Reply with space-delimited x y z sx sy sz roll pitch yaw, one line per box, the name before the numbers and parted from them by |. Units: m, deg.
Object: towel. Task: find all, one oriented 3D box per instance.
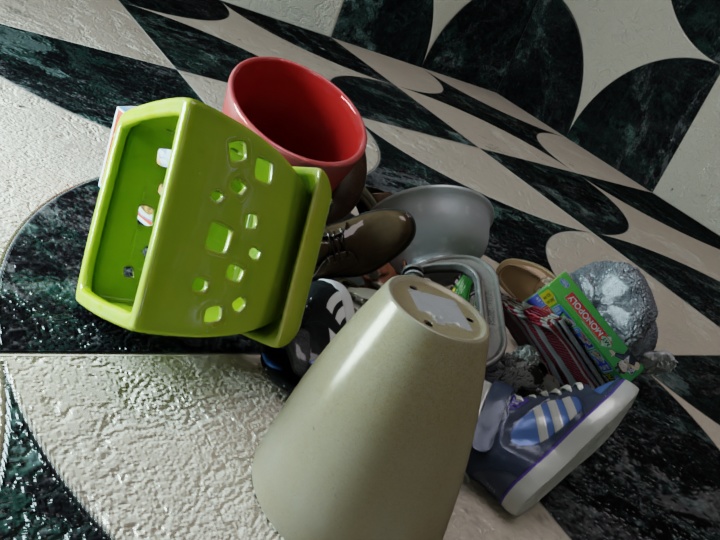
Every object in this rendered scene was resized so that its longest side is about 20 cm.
towel | 0.235 0.100 0.935 0.145 0.023 0.200 53 -6 -12

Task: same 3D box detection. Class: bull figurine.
bull figurine | 0.000 0.000 1.009 0.196 0.066 0.121 24 9 6

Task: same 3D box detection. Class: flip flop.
flip flop | 0.021 -0.113 1.173 0.201 0.058 0.081 51 -11 -29

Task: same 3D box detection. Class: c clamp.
c clamp | 0.085 0.051 0.860 0.166 0.027 0.203 2 45 9

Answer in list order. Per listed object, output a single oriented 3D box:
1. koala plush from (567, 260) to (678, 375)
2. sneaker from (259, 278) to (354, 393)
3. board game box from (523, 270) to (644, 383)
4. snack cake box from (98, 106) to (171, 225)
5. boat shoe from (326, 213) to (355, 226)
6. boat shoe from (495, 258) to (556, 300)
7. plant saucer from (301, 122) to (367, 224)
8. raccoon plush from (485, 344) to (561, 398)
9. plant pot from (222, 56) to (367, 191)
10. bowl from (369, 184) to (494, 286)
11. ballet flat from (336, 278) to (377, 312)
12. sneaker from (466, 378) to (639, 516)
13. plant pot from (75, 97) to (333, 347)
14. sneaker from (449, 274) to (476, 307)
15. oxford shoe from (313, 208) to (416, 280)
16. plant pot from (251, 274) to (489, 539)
koala plush | 0.373 0.087 1.086 0.198 0.185 0.179 20 27 -44
sneaker | -0.062 0.064 0.813 0.110 0.074 0.201 12 26 -26
board game box | 0.256 0.079 0.902 0.135 0.029 0.200 51 -6 9
snack cake box | -0.241 -0.113 0.952 0.199 0.117 0.067 36 28 24
boat shoe | -0.072 -0.117 1.184 0.198 0.073 0.070 30 23 9
boat shoe | 0.306 0.048 1.215 0.198 0.072 0.064 32 23 14
plant saucer | -0.084 -0.161 1.109 0.198 0.204 0.037 31 32 15
raccoon plush | 0.146 0.115 0.894 0.197 0.098 0.134 28 15 3
plant pot | -0.112 -0.152 1.004 0.196 0.178 0.204 18 44 -18
bowl | 0.105 -0.035 1.096 0.197 0.201 0.092 11 59 -28
ballet flat | 0.044 0.070 0.915 0.196 0.072 0.071 26 23 3
sneaker | 0.178 0.141 0.784 0.198 0.081 0.147 -35 60 -17
plant pot | -0.146 -0.036 0.727 0.179 0.204 0.198 16 -3 -34
sneaker | 0.147 0.066 1.036 0.084 0.079 0.200 35 33 8
oxford shoe | -0.025 -0.024 0.908 0.084 0.196 0.074 19 50 -85
plant pot | 0.026 0.114 0.630 0.183 0.203 0.188 20 22 -9
